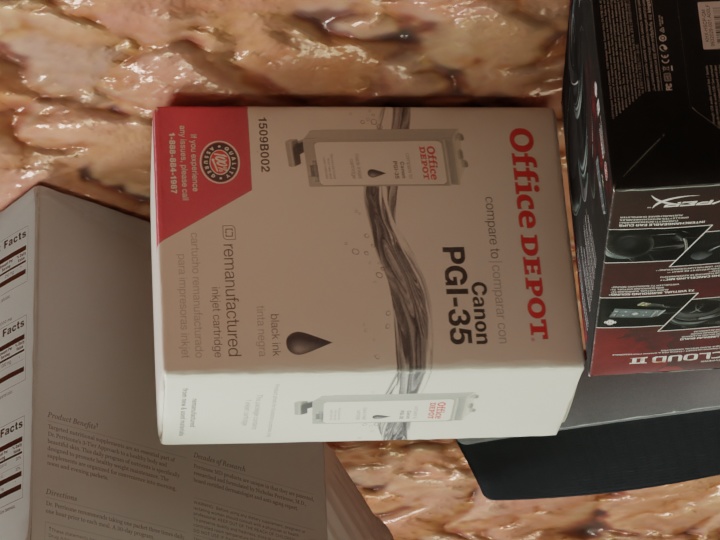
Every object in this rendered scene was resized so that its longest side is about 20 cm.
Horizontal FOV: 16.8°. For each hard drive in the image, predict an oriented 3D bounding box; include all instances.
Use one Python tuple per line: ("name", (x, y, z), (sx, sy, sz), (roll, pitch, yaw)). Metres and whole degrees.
("hard drive", (0.156, 0.095, 1.490), (0.199, 0.043, 0.135), (-9, 152, 10))

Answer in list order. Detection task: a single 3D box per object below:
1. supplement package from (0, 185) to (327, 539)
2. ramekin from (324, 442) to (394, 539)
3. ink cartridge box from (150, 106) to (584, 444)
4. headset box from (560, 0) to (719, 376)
("supplement package", (-0.134, 0.095, 1.282), (0.191, 0.201, 0.147), (19, 146, -37))
("ramekin", (-0.083, 0.172, 1.461), (0.201, 0.203, 0.095), (-15, 111, 22))
("ink cartridge box", (0.000, 0.000, 1.170), (0.198, 0.147, 0.083), (-1, 153, -7))
("headset box", (0.133, -0.054, 1.080), (0.077, 0.150, 0.200), (-3, 154, -1))
